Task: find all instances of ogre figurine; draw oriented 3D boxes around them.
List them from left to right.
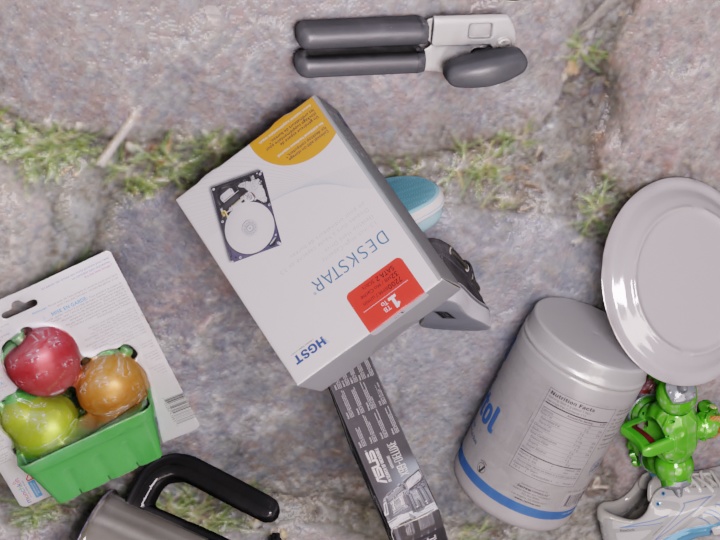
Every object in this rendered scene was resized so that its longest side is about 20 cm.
[{"bbox_3d":[0.300,0.141,1.831,0.098,0.120,0.200,5,120,-21],"label":"ogre figurine"}]

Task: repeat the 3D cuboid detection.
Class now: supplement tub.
[{"bbox_3d":[0.186,0.142,1.788,0.132,0.132,0.200,13,116,-25],"label":"supplement tub"}]

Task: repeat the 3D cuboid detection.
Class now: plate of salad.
[{"bbox_3d":[0.305,0.011,1.757,0.200,0.048,0.200,2,85,-30],"label":"plate of salad"}]

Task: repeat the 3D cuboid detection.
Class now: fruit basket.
[{"bbox_3d":[-0.269,0.099,1.657,0.185,0.094,0.200,-26,110,-1],"label":"fruit basket"}]

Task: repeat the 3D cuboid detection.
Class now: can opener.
[{"bbox_3d":[0.045,-0.187,1.571,0.200,0.067,0.053,-5,122,-15],"label":"can opener"}]

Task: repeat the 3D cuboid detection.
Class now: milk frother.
[{"bbox_3d":[-0.166,0.294,1.780,0.188,0.181,0.200,23,150,8],"label":"milk frother"}]

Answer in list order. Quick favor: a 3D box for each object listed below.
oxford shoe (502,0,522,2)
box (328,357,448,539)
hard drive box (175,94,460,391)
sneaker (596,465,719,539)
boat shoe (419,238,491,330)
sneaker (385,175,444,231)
[{"bbox_3d":[0.179,-0.263,1.573,0.200,0.058,0.075,-3,120,-18],"label":"oxford shoe"},{"bbox_3d":[0.029,0.190,1.703,0.050,0.200,0.158,-22,144,-3],"label":"box"},{"bbox_3d":[-0.036,-0.022,1.569,0.156,0.200,0.077,-37,165,8],"label":"hard drive box"},{"bbox_3d":[0.342,0.241,1.940,0.200,0.075,0.087,-27,120,0],"label":"sneaker"},{"bbox_3d":[0.078,0.013,1.679,0.070,0.066,0.200,1,168,17],"label":"boat shoe"},{"bbox_3d":[0.000,0.000,1.672,0.200,0.080,0.131,-23,124,9],"label":"sneaker"}]
